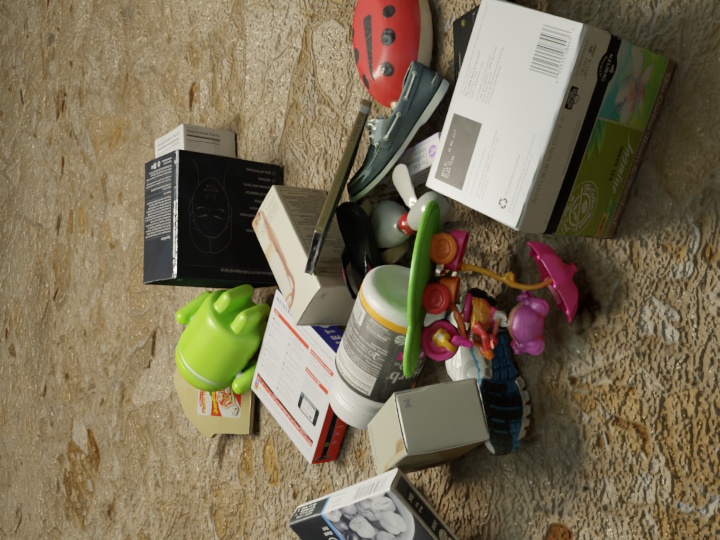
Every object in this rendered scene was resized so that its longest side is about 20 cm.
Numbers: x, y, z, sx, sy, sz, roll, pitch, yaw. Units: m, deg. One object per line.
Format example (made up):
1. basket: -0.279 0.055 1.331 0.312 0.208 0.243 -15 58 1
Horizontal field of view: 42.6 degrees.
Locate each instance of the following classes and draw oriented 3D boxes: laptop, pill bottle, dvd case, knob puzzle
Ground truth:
1. laptop: 0.134 -0.257 1.105 0.199 0.101 0.181 -15 73 60
2. pill bottle: 0.030 0.104 1.208 0.117 0.114 0.203 52 134 40
3. dvd case: -0.031 -0.109 1.242 0.149 0.016 0.203 111 177 -68
4. knob puzzle: -0.248 0.188 1.600 0.216 0.030 0.225 -7 79 37

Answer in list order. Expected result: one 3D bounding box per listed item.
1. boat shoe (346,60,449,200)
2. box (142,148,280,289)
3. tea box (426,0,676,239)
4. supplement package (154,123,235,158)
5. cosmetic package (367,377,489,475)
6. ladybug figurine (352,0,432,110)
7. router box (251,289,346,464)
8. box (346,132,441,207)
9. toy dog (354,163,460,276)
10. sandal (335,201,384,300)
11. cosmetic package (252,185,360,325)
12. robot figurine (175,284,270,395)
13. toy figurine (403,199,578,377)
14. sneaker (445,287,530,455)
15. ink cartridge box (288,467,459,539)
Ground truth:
1. boat shoe: 0.036 -0.185 1.221 0.201 0.061 0.073 -53 13 2
2. box: -0.239 -0.076 1.499 0.123 0.197 0.201 -10 79 50
3. tea box: 0.199 -0.153 0.962 0.133 0.195 0.204 30 110 39
4. supplement package: -0.290 -0.141 1.637 0.113 0.108 0.205 -14 76 49
5. cosmetic package: 0.075 0.191 1.096 0.200 0.103 0.073 110 150 -70
6. ladybug figurine: 0.038 -0.320 1.280 0.135 0.071 0.204 -22 70 47
7. router box: -0.082 0.155 1.388 0.200 0.048 0.183 43 124 44
8. box: 0.055 -0.132 1.266 0.198 0.038 0.042 -22 70 48
9. toy dog: 0.065 -0.075 1.211 0.198 0.133 0.097 9 51 45
10. sandal: 0.000 0.000 1.236 0.074 0.045 0.202 19 141 40
11. cosmetic package: -0.074 -0.023 1.367 0.088 0.102 0.202 -55 47 35
12. robot figurine: -0.226 0.113 1.493 0.176 0.115 0.201 45 121 13
13. toy figurine: 0.151 0.035 1.037 0.180 0.150 0.205 10 91 13
14. sneaker: 0.144 0.130 1.118 0.087 0.074 0.204 -43 47 47
15. ink cartridge box: 0.037 0.349 1.137 0.197 0.044 0.201 -31 106 40
